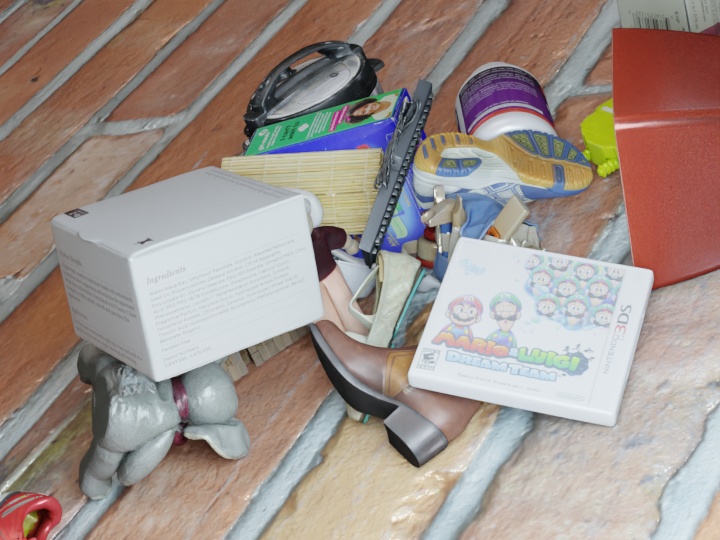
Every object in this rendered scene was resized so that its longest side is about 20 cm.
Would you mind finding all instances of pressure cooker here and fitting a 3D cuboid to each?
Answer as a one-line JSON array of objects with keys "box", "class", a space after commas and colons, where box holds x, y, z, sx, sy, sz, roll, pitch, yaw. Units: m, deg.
[{"box": [-0.047, -0.174, 2.005, 0.177, 0.201, 0.176, -14, 28, 21], "class": "pressure cooker"}]

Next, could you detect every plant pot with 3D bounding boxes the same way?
[{"box": [0.348, -0.122, 1.624, 0.174, 0.202, 0.201, -7, 33, 12], "class": "plant pot"}]

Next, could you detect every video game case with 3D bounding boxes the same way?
[{"box": [0.164, 0.054, 1.558, 0.198, 0.024, 0.183, 10, 50, 16], "class": "video game case"}]

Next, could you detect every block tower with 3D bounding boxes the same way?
[{"box": [-0.135, 0.078, 1.826, 0.199, 0.054, 0.058, -32, 30, -11], "class": "block tower"}]

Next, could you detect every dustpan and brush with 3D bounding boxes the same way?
[{"box": [0.000, 0.000, 1.815, 0.198, 0.058, 0.139, 26, 8, 18], "class": "dustpan and brush"}]

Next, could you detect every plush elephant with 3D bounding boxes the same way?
[{"box": [-0.199, 0.138, 1.702, 0.153, 0.167, 0.200, 3, -21, -25], "class": "plush elephant"}]

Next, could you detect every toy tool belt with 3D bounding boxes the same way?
[{"box": [0.121, -0.042, 1.724, 0.124, 0.124, 0.200, -7, 21, -25], "class": "toy tool belt"}]

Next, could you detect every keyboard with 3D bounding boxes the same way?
[{"box": [0.040, -0.109, 1.737, 0.020, 0.127, 0.202, 16, 76, 11], "class": "keyboard"}]

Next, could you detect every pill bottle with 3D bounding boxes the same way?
[{"box": [0.169, -0.168, 1.909, 0.111, 0.113, 0.201, -21, 30, 10], "class": "pill bottle"}]

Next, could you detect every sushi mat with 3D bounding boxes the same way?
[{"box": [-0.066, -0.085, 1.829, 0.198, 0.097, 0.012, -2, -5, 20], "class": "sushi mat"}]

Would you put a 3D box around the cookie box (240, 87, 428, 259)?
[{"box": [-0.013, -0.099, 1.890, 0.198, 0.172, 0.075, -13, 29, 23], "class": "cookie box"}]

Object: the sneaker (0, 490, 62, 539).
[{"box": [-0.363, 0.293, 1.651, 0.084, 0.078, 0.201, -6, 35, 23], "class": "sneaker"}]

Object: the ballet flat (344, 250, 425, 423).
[{"box": [0.009, 0.066, 1.680, 0.062, 0.068, 0.201, 23, 57, -2], "class": "ballet flat"}]

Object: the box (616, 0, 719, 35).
[{"box": [0.415, -0.319, 1.914, 0.199, 0.110, 0.128, -26, 25, -24], "class": "box"}]

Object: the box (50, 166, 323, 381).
[{"box": [-0.173, -0.003, 1.626, 0.198, 0.132, 0.198, -21, 22, -28], "class": "box"}]

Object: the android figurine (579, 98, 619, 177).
[{"box": [0.332, -0.167, 1.847, 0.199, 0.041, 0.182, -33, 31, -16], "class": "android figurine"}]

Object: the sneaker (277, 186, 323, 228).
[{"box": [-0.123, -0.063, 1.794, 0.198, 0.076, 0.089, -13, 26, 27], "class": "sneaker"}]

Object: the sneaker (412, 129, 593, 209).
[{"box": [0.154, -0.102, 1.801, 0.197, 0.089, 0.076, 5, 51, -3], "class": "sneaker"}]

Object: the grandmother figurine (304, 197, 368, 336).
[{"box": [-0.044, 0.002, 1.720, 0.060, 0.201, 0.121, 3, 41, 41], "class": "grandmother figurine"}]

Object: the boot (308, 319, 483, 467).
[{"box": [0.071, 0.065, 1.597, 0.200, 0.069, 0.188, -40, 57, -16], "class": "boot"}]
